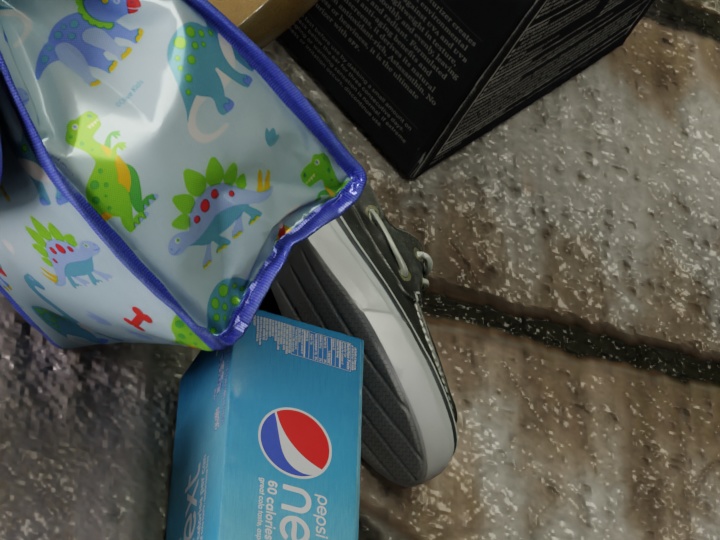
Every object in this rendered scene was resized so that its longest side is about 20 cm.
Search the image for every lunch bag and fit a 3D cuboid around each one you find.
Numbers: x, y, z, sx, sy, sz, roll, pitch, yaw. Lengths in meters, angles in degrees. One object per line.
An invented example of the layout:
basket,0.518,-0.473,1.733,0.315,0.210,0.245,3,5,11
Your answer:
lunch bag,-0.126,-0.064,0.942,0.200,0.170,0.127,49,66,-21

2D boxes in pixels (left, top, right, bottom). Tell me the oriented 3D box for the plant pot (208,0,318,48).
plant pot,-0.048,-0.154,1.073,0.027,0.200,0.200,42,42,-29

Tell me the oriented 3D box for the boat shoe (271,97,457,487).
boat shoe,0.000,0.000,1.071,0.071,0.072,0.200,-20,76,-35

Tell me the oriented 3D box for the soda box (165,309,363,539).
soda box,-0.042,0.117,0.973,0.064,0.068,0.200,18,50,-19

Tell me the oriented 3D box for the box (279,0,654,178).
box,0.087,-0.182,1.179,0.123,0.198,0.200,48,47,9
